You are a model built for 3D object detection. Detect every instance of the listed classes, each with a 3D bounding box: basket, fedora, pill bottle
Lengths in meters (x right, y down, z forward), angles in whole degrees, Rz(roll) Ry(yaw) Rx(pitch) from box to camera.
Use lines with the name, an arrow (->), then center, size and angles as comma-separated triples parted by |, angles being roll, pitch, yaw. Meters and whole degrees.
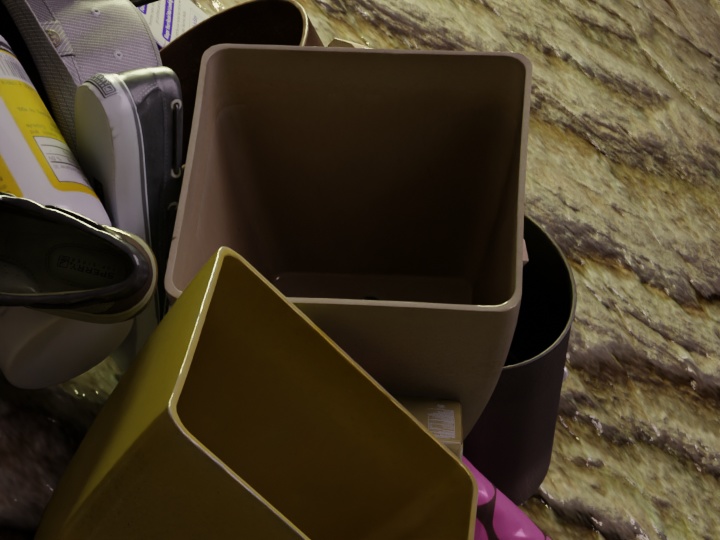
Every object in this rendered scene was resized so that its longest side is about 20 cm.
basket -> 0.071, 0.066, 1.701 | 0.180, 0.136, 0.200 | 41, -25, 34
fedora -> -0.180, -0.122, 1.575 | 0.090, 0.177, 0.200 | -22, 58, -22
pill bottle -> -0.211, -0.035, 1.457 | 0.111, 0.111, 0.200 | 12, 41, -58

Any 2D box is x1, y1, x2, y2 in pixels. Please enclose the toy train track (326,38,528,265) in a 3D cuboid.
toy train track -> 0.049, -0.084, 1.641 | 0.200, 0.033, 0.115 | 53, 22, 21

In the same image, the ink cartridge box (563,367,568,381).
ink cartridge box -> 0.064, 0.030, 1.882 | 0.200, 0.116, 0.067 | 53, 18, 9

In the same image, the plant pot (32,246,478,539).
plant pot -> -0.073, 0.145, 1.326 | 0.200, 0.176, 0.200 | 43, 22, -14

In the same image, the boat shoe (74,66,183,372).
boat shoe -> -0.129, -0.029, 1.494 | 0.056, 0.201, 0.069 | -20, 39, -27

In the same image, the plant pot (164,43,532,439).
plant pot -> 0.000, 0.000, 1.514 | 0.178, 0.199, 0.201 | 87, 7, -49

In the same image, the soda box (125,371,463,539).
soda box -> -0.042, 0.108, 1.444 | 0.199, 0.068, 0.064 | 5, 20, 0

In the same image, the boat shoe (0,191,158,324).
boat shoe -> -0.208, -0.014, 1.353 | 0.200, 0.072, 0.066 | 9, -14, -2

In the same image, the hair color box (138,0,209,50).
hair color box -> -0.154, -0.164, 1.861 | 0.200, 0.065, 0.109 | 42, 22, -22

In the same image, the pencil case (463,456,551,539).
pencil case -> 0.063, 0.183, 1.659 | 0.200, 0.094, 0.091 | 42, -16, -18

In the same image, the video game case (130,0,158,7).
video game case -> -0.237, -0.198, 1.610 | 0.200, 0.180, 0.026 | 22, 62, -50

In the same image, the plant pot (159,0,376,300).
plant pot -> -0.060, -0.050, 1.730 | 0.200, 0.186, 0.187 | 52, 17, -29
